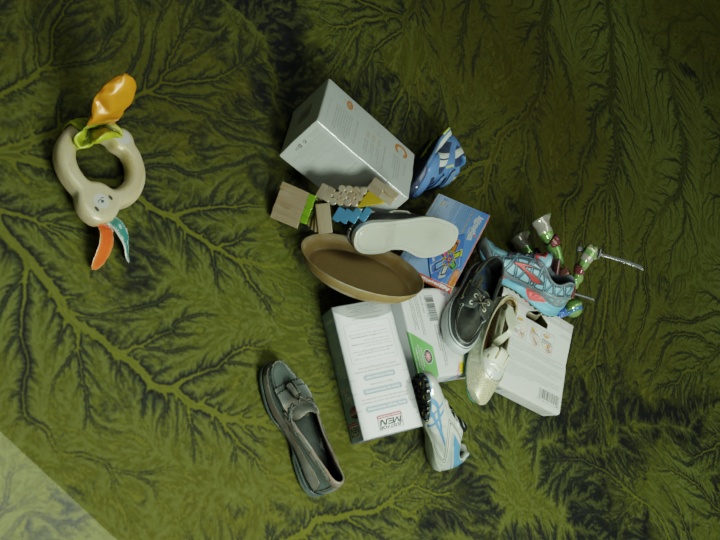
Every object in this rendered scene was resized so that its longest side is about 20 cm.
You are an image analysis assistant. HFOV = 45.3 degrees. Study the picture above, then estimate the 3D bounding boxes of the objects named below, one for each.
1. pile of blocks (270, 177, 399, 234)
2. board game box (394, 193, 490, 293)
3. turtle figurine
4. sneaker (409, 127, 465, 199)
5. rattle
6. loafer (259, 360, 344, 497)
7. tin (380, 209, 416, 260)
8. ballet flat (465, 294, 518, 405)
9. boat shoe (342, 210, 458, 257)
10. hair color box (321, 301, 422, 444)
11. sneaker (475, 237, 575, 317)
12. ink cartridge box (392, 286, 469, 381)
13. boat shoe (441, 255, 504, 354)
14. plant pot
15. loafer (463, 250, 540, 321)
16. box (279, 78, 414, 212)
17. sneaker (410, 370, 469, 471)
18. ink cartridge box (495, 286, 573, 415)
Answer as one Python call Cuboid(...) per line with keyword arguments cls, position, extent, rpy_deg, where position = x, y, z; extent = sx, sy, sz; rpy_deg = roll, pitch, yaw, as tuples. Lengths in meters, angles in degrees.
Cuboid(cls="pile of blocks", position=(-0.038, -0.100, 1.337), extent=(0.062, 0.198, 0.083), rpy_deg=(-61, 149, -85))
Cuboid(cls="board game box", position=(0.142, -0.050, 1.462), extent=(0.102, 0.020, 0.201), rpy_deg=(24, 47, 11))
Cuboid(cls="turtle figurine", position=(0.397, -0.012, 1.677), extent=(0.199, 0.144, 0.195), rpy_deg=(-30, 80, -12))
Cuboid(cls="sneaker", position=(0.138, -0.182, 1.570), extent=(0.082, 0.074, 0.200), rpy_deg=(51, 47, -15))
Cuboid(cls="rattle", position=(-0.307, -0.120, 1.098), extent=(0.130, 0.142, 0.202), rpy_deg=(28, 46, -53))
Cuboid(cls="loafer", position=(-0.075, 0.214, 1.204), extent=(0.072, 0.063, 0.202), rpy_deg=(-20, 85, -45))
Cuboid(cls="tin", position=(0.093, -0.040, 1.489), extent=(0.199, 0.042, 0.113), rpy_deg=(11, 61, -40))
Cuboid(cls="ballet flat", position=(0.215, 0.120, 1.391), extent=(0.067, 0.062, 0.201), rpy_deg=(34, 52, -24))
Cuboid(cls="boat shoe", position=(0.065, -0.062, 1.394), extent=(0.198, 0.075, 0.060), rpy_deg=(-5, 29, -27))
Cuboid(cls="hair color box", position=(0.016, 0.150, 1.298), extent=(0.098, 0.061, 0.202), rpy_deg=(-9, 76, -22))
Cuboid(cls="sneaker", position=(0.295, -0.009, 1.523), extent=(0.199, 0.096, 0.080), rpy_deg=(34, 27, -13))
Cuboid(cls="ink cartridge box", position=(0.122, 0.108, 1.415), extent=(0.199, 0.084, 0.146), rpy_deg=(-1, 72, -42))
Cuboid(cls="boat shoe", position=(0.185, 0.048, 1.393), extent=(0.068, 0.057, 0.201), rpy_deg=(36, 46, -10))
Cuboid(cls="plant pot", position=(0.000, 0.000, 1.322), extent=(0.198, 0.028, 0.200), rpy_deg=(18, 21, -7))
Cuboid(cls="loafer", position=(0.266, 0.028, 1.593), extent=(0.200, 0.067, 0.076), rpy_deg=(41, 46, -24))
Cuboid(cls="box", position=(-0.018, -0.188, 1.398), extent=(0.199, 0.097, 0.125), rpy_deg=(38, 38, -23))
Cuboid(cls="sneaker", position=(0.122, 0.225, 1.322), extent=(0.072, 0.072, 0.201), rpy_deg=(-24, 127, -11))
Cuboid(cls="ink cartridge box", position=(0.296, 0.147, 1.564), extent=(0.199, 0.045, 0.178), rpy_deg=(29, 65, -30))
